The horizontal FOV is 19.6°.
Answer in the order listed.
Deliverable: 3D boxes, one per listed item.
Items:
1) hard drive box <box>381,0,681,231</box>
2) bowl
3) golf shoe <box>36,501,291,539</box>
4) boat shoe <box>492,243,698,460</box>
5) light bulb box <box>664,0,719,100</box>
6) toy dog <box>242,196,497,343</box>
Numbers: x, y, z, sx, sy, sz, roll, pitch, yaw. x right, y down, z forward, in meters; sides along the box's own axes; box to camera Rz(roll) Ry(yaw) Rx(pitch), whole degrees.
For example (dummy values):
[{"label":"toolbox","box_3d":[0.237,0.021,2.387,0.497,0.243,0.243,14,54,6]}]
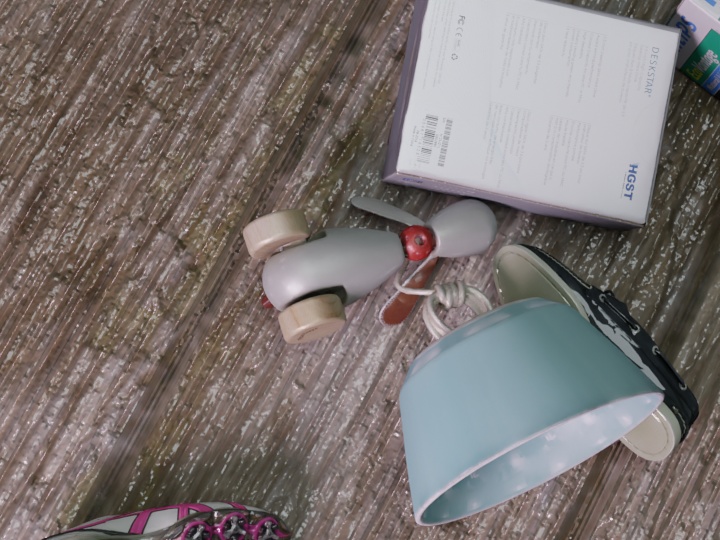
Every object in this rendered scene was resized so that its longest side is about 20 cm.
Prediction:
[{"label":"hard drive box","box_3d":[0.130,-0.126,1.599,0.199,0.077,0.157,12,85,-7]},{"label":"bowl","box_3d":[0.108,0.092,1.509,0.200,0.201,0.105,-24,73,-10]},{"label":"golf shoe","box_3d":[-0.148,0.200,1.517,0.199,0.092,0.073,-5,107,-27]},{"label":"boat shoe","box_3d":[0.184,0.051,1.590,0.199,0.075,0.066,46,49,16]},{"label":"light bulb box","box_3d":[0.370,-0.206,1.636,0.200,0.125,0.199,37,76,3]},{"label":"toy dog","box_3d":[0.000,0.000,1.586,0.199,0.096,0.133,7,73,-19]}]
